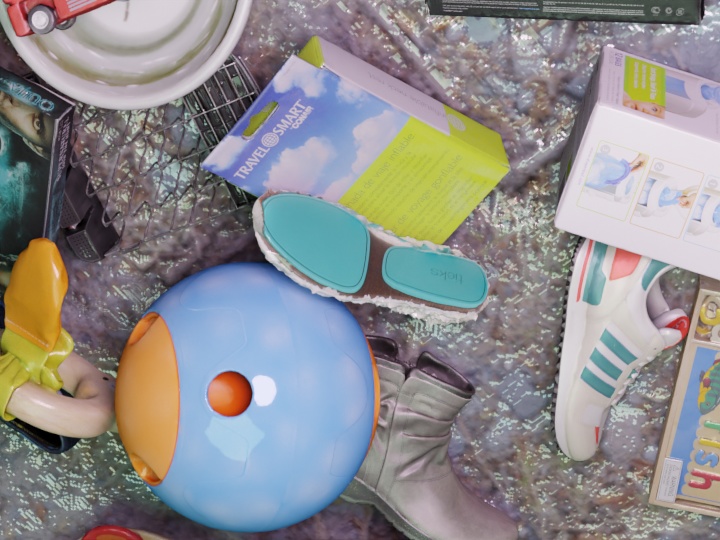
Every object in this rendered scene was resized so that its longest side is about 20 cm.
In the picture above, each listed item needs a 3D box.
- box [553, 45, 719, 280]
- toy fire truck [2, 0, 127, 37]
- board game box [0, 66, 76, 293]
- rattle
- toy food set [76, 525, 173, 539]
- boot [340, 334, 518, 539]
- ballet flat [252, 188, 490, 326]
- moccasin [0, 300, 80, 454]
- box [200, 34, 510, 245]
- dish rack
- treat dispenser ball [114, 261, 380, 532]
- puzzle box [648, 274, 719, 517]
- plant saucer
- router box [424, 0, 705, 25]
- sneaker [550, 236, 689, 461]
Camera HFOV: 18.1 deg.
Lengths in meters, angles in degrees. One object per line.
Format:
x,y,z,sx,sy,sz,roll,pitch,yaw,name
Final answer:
0.248,-0.067,1.609,0.199,0.113,0.102,18,118,-1,box
-0.173,-0.257,1.561,0.199,0.049,0.142,-19,95,17,toy fire truck
-0.285,-0.074,1.698,0.135,0.028,0.201,26,135,12,board game box
-0.200,0.057,1.743,0.199,0.130,0.144,15,93,-33,rattle
-0.181,0.298,1.893,0.199,0.049,0.199,17,124,16,toy food set
0.058,0.142,1.784,0.199,0.068,0.131,27,113,-7,boot
0.000,0.000,1.651,0.199,0.072,0.072,21,121,-22,ballet flat
-0.296,0.069,1.798,0.199,0.068,0.081,34,118,-8,moccasin
-0.005,-0.086,1.645,0.199,0.048,0.122,26,121,-28,box
-0.158,-0.096,1.698,0.199,0.055,0.154,-19,115,16,dish rack
-0.084,0.094,1.687,0.199,0.201,0.202,4,119,7,treat dispenser ball
0.306,0.106,1.742,0.132,0.025,0.201,10,119,3,puzzle box
-0.166,-0.217,1.618,0.199,0.050,0.202,2,100,13,plant saucer
0.142,-0.253,1.556,0.198,0.062,0.151,3,118,8,router box
0.198,0.063,1.710,0.093,0.070,0.201,9,116,11,sneaker
